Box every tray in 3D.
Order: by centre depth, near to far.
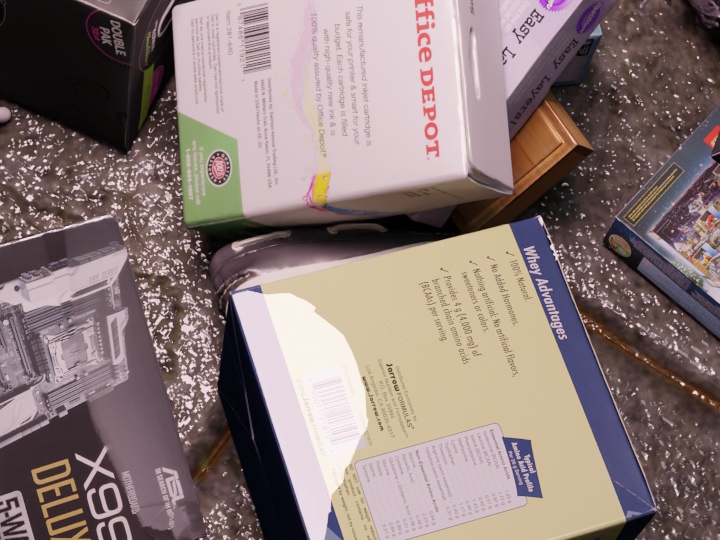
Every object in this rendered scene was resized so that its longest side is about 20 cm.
[{"bbox_3d":[0.059,-0.128,1.272,0.098,0.037,0.201,-40,71,18],"label":"tray"}]

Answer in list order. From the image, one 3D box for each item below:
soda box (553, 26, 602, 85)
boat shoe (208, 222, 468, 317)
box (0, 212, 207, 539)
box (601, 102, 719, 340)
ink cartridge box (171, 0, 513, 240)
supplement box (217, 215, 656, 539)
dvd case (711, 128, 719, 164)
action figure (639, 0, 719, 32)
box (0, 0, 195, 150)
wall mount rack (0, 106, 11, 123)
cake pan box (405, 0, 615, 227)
[{"bbox_3d":[0.112,-0.231,1.346,0.068,0.064,0.202,-6,65,-12],"label":"soda box"},{"bbox_3d":[0.000,0.000,1.212,0.198,0.074,0.061,-11,46,-20],"label":"boat shoe"},{"bbox_3d":[-0.192,0.084,1.107,0.156,0.050,0.202,-16,92,-16],"label":"box"},{"bbox_3d":[0.278,-0.048,1.293,0.136,0.038,0.200,40,65,12],"label":"box"},{"bbox_3d":[-0.011,-0.107,1.183,0.198,0.084,0.147,-9,80,25],"label":"ink cartridge box"},{"bbox_3d":[0.038,0.103,1.126,0.198,0.135,0.202,-13,66,-14],"label":"supplement box"},{"bbox_3d":[0.340,-0.091,1.270,0.199,0.025,0.151,30,69,-15],"label":"dvd case"},{"bbox_3d":[0.295,-0.213,1.338,0.198,0.103,0.119,6,19,-10],"label":"action figure"},{"bbox_3d":[-0.212,-0.199,1.234,0.198,0.149,0.125,23,61,3],"label":"box"},{"bbox_3d":[-0.271,-0.034,1.189,0.173,0.075,0.201,-29,72,-18],"label":"wall mount rack"},{"bbox_3d":[0.041,-0.161,1.237,0.184,0.052,0.201,44,104,20],"label":"cake pan box"}]
